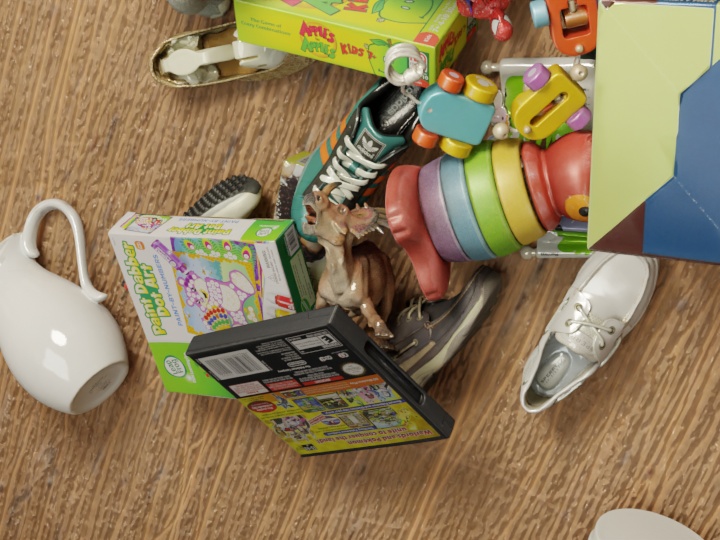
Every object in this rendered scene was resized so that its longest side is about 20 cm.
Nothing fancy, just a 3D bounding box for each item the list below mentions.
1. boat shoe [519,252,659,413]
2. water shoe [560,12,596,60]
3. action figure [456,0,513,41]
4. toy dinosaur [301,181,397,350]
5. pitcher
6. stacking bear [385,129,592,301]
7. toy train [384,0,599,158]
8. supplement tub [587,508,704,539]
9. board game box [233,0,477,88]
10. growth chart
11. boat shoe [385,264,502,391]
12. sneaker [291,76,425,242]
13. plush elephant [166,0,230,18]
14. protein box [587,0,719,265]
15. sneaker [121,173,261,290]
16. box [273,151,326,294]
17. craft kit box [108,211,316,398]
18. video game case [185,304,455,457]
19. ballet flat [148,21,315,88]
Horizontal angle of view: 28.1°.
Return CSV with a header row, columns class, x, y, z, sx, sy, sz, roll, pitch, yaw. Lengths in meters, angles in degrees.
class,x,y,z,sx,sy,sz,roll,pitch,yaw
boat shoe,0.208,0.057,1.317,0.071,0.069,0.201,31,121,7
water shoe,0.162,-0.271,1.242,0.079,0.071,0.201,-38,87,33
action figure,0.090,-0.295,1.231,0.065,0.099,0.201,-22,87,-3
toy dinosaur,0.000,0.000,1.342,0.085,0.200,0.137,3,81,8
pitcher,-0.327,0.039,1.554,0.200,0.121,0.172,46,104,18
stacking bear,0.136,-0.067,1.281,0.199,0.114,0.122,-15,131,18
toy train,0.124,-0.179,1.224,0.199,0.056,0.151,-17,123,8
supplement tub,0.249,0.341,1.354,0.144,0.144,0.201,23,115,17
board game box,-0.004,-0.234,1.309,0.199,0.102,0.048,17,138,19
growth chart,0.182,-0.102,1.318,0.144,0.018,0.202,-6,103,27
boat shoe,0.060,0.065,1.395,0.073,0.074,0.200,41,117,8
sneaker,-0.001,-0.111,1.326,0.071,0.080,0.201,34,96,-3
plush elephant,-0.146,-0.320,1.301,0.154,0.200,0.166,-5,97,31
protein box,0.277,-0.129,1.159,0.134,0.200,0.200,8,109,23
sneaker,-0.155,-0.017,1.483,0.199,0.070,0.093,-37,106,27
box,-0.053,-0.012,1.437,0.075,0.050,0.201,18,113,19
craft kit box,-0.133,0.039,1.420,0.196,0.049,0.201,5,126,31
video game case,-0.039,0.109,1.352,0.199,0.026,0.181,-14,132,42
ballet flat,-0.122,-0.211,1.397,0.199,0.065,0.071,-12,101,27
